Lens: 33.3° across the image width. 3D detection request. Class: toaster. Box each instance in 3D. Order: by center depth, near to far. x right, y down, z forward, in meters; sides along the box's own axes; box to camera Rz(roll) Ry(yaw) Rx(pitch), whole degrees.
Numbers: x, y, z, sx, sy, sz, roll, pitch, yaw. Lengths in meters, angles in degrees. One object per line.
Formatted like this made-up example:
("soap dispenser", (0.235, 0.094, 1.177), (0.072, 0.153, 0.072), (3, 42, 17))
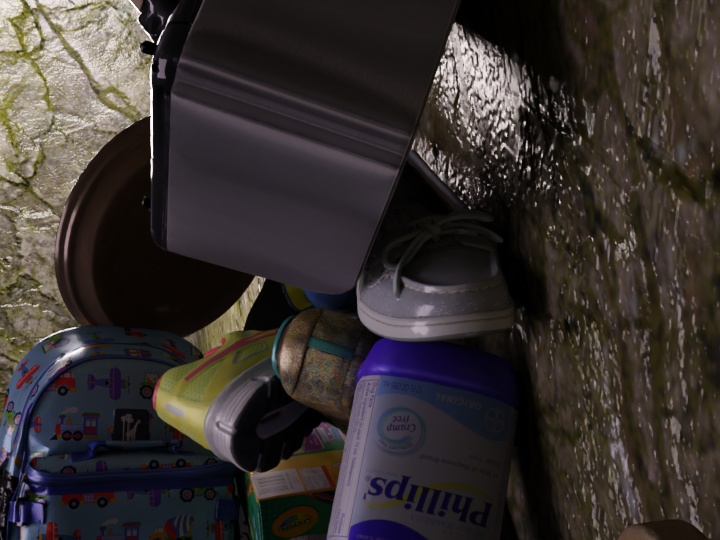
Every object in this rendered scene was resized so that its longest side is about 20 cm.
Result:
("toaster", (-0.022, -0.110, 0.567), (0.200, 0.119, 0.181), (112, 177, -65))

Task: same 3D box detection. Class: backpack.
("backpack", (-0.171, 0.141, 0.864), (0.135, 0.182, 0.200), (176, 100, -70))

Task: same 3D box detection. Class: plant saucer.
("plant saucer", (-0.141, -0.027, 0.927), (0.029, 0.200, 0.200), (31, 132, 40))

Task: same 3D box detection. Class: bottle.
("bottle", (0.024, 0.134, 0.579), (0.065, 0.083, 0.200), (113, 170, -70))

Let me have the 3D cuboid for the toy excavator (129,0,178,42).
("toy excavator", (-0.106, -0.251, 0.897), (0.100, 0.200, 0.194), (51, 150, 4))

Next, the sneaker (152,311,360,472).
("sneaker", (-0.052, 0.062, 0.755), (0.200, 0.090, 0.078), (-12, -68, -61))

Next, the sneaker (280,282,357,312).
("sneaker", (0.000, 0.000, 0.827), (0.200, 0.078, 0.066), (36, -135, -80))

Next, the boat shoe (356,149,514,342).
("boat shoe", (0.030, -0.017, 0.633), (0.202, 0.074, 0.065), (-109, 11, -69))

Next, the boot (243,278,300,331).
("boot", (-0.048, 0.032, 0.997), (0.174, 0.069, 0.200), (94, -174, -73))

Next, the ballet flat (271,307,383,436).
("ballet flat", (0.014, 0.072, 0.715), (0.200, 0.071, 0.071), (41, -145, -63))

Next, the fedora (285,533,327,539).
("fedora", (-0.018, 0.239, 0.754), (0.090, 0.177, 0.200), (-96, -13, -56))

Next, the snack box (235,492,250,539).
("snack box", (-0.070, 0.182, 1.024), (0.053, 0.142, 0.200), (4, 101, 53))

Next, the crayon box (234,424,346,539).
("crayon box", (-0.029, 0.146, 0.875), (0.200, 0.119, 0.058), (-136, 41, -72))

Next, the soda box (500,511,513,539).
("soda box", (0.053, 0.180, 0.641), (0.071, 0.063, 0.200), (99, 161, -50))

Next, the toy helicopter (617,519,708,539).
("toy helicopter", (0.087, 0.159, 0.444), (0.200, 0.079, 0.132), (106, 155, -51))
